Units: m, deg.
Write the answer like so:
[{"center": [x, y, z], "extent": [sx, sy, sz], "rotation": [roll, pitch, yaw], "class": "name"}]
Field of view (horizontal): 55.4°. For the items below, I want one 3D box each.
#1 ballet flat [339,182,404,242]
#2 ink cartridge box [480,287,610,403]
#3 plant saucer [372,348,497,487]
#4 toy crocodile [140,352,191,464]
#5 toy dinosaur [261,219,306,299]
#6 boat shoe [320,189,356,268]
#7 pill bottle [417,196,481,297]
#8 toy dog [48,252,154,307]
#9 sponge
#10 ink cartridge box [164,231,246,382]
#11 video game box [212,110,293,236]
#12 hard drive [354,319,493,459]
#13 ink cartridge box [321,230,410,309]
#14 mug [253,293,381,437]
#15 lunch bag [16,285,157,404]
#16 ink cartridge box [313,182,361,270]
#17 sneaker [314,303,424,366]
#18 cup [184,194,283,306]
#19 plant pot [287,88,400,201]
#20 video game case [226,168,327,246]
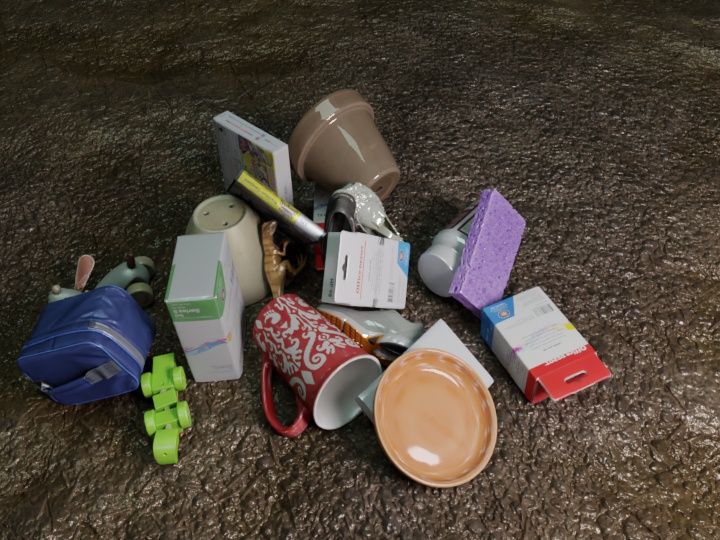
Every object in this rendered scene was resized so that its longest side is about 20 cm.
[{"center": [0.033, -0.085, 1.249], "extent": [0.070, 0.200, 0.073], "rotation": [-19, 48, 23], "class": "ballet flat"}, {"center": [0.293, 0.131, 1.107], "extent": [0.114, 0.068, 0.201], "rotation": [-19, 48, -15], "class": "ink cartridge box"}, {"center": [0.108, 0.218, 1.017], "extent": [0.195, 0.038, 0.205], "rotation": [8, 64, -17], "class": "plant saucer"}, {"center": [-0.305, 0.210, 1.081], "extent": [0.066, 0.063, 0.202], "rotation": [-13, 42, -10], "class": "toy crocodile"}, {"center": [-0.150, 0.011, 1.244], "extent": [0.060, 0.205, 0.105], "rotation": [-5, 4, 42], "class": "toy dinosaur"}, {"center": [-0.040, -0.047, 1.211], "extent": [0.065, 0.203, 0.058], "rotation": [8, 41, 4], "class": "boat shoe"}, {"center": [0.198, -0.045, 1.264], "extent": [0.108, 0.111, 0.199], "rotation": [30, 53, 29], "class": "pill bottle"}, {"center": [-0.466, 0.020, 1.242], "extent": [0.198, 0.098, 0.132], "rotation": [-29, 50, -23], "class": "toy dog"}, {"center": [0.225, -0.026, 1.197], "extent": [0.029, 0.111, 0.204], "rotation": [1, 63, 48], "class": "sponge"}, {"center": [-0.246, 0.063, 1.119], "extent": [0.085, 0.203, 0.147], "rotation": [-5, 45, 2], "class": "ink cartridge box"}, {"center": [-0.209, -0.192, 1.365], "extent": [0.046, 0.203, 0.181], "rotation": [-34, 53, -30], "class": "video game box"}, {"center": [0.103, 0.186, 1.066], "extent": [0.199, 0.026, 0.132], "rotation": [-38, 82, -30], "class": "hard drive"}, {"center": [0.000, 0.000, 1.146], "extent": [0.066, 0.119, 0.198], "rotation": [4, -3, 37], "class": "ink cartridge box"}, {"center": [-0.093, 0.144, 1.083], "extent": [0.175, 0.135, 0.199], "rotation": [-29, 47, -26], "class": "mug"}, {"center": [-0.440, 0.129, 1.087], "extent": [0.196, 0.137, 0.134], "rotation": [-17, 40, 20], "class": "lunch bag"}, {"center": [-0.036, -0.095, 1.354], "extent": [0.113, 0.068, 0.203], "rotation": [-1, 45, -1], "class": "ink cartridge box"}, {"center": [0.017, 0.098, 1.171], "extent": [0.196, 0.077, 0.092], "rotation": [22, 42, 12], "class": "sneaker"}, {"center": [-0.248, -0.051, 1.269], "extent": [0.195, 0.145, 0.203], "rotation": [-2, 46, 2], "class": "cup"}, {"center": [-0.019, -0.210, 1.310], "extent": [0.198, 0.201, 0.175], "rotation": [-32, 72, -26], "class": "plant pot"}, {"center": [-0.157, -0.107, 1.240], "extent": [0.179, 0.200, 0.026], "rotation": [36, 81, -13], "class": "video game case"}]
